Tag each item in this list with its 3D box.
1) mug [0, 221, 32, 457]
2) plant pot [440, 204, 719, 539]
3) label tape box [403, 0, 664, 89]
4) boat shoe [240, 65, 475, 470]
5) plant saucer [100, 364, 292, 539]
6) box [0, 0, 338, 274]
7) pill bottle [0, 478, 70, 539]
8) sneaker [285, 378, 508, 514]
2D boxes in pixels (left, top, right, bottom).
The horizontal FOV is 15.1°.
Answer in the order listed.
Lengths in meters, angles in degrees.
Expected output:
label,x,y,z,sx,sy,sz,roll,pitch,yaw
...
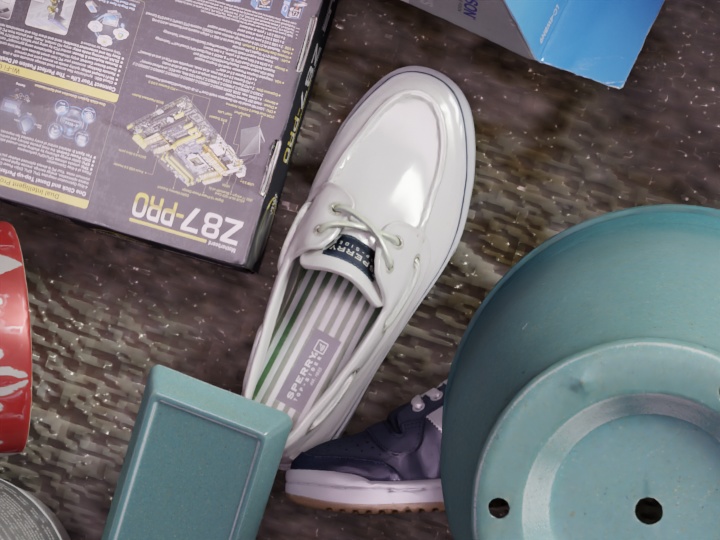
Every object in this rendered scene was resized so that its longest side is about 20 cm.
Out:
label,x,y,z,sx,sy,sz,roll,pitch,yaw
mug,-0.253,0.015,1.220,0.200,0.133,0.178,-2,104,-15
plant pot,0.122,0.082,1.094,0.200,0.188,0.200,1,97,8
label tape box,0.057,-0.188,1.236,0.200,0.066,0.143,24,69,9
boat shoe,0.000,0.000,1.251,0.073,0.067,0.200,19,89,7
plant saucer,-0.091,0.145,1.245,0.070,0.019,0.200,20,108,8
box,-0.122,-0.102,1.281,0.200,0.049,0.161,15,86,7
pill bottle,-0.190,0.144,1.196,0.113,0.200,0.113,0,89,7
sneaker,0.062,0.052,1.238,0.200,0.070,0.109,-5,91,-1
